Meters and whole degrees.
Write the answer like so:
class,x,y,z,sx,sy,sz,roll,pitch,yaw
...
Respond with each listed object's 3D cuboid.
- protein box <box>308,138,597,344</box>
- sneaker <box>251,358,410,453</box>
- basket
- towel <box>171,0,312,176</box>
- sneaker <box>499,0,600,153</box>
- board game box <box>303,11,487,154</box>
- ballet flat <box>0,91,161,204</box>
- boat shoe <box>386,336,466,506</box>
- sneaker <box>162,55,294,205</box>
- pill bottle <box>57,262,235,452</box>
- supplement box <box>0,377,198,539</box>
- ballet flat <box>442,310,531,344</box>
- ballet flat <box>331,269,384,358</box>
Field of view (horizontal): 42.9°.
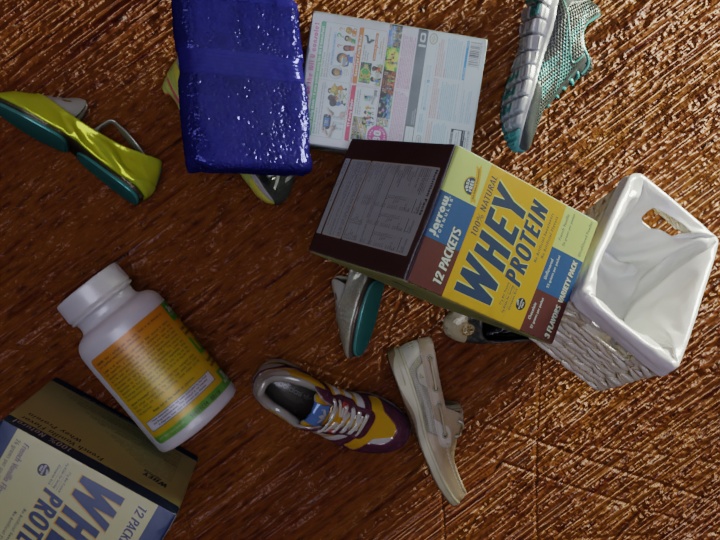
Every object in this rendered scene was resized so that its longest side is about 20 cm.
class,x,y,z,sx,sy,sz,roll,pitch,yaw
protein box,0.091,-0.035,0.952,0.198,0.200,0.136,23,87,-31
sneaker,-0.034,0.167,1.059,0.199,0.090,0.075,21,94,-5
basket,0.285,0.017,1.012,0.135,0.123,0.200,38,56,-7
towel,-0.127,-0.196,0.970,0.147,0.049,0.202,-1,79,-31
sneaker,0.221,-0.229,1.049,0.091,0.078,0.201,13,96,-9
board game box,0.032,-0.200,1.042,0.198,0.064,0.149,9,94,-6
ballet flat,-0.311,-0.153,1.028,0.199,0.067,0.067,34,71,-9
boat shoe,0.093,0.178,1.081,0.065,0.072,0.201,-21,91,-1
sneaker,-0.149,-0.157,1.032,0.090,0.078,0.201,-24,102,41
pill bottle,-0.242,0.093,1.026,0.111,0.111,0.200,-38,97,0
supplement box,-0.302,0.240,0.992,0.199,0.200,0.135,30,93,-7
ballet flat,0.196,0.060,1.076,0.198,0.057,0.067,-3,122,-4
ballet flat,0.000,0.000,1.069,0.062,0.067,0.201,17,91,22
